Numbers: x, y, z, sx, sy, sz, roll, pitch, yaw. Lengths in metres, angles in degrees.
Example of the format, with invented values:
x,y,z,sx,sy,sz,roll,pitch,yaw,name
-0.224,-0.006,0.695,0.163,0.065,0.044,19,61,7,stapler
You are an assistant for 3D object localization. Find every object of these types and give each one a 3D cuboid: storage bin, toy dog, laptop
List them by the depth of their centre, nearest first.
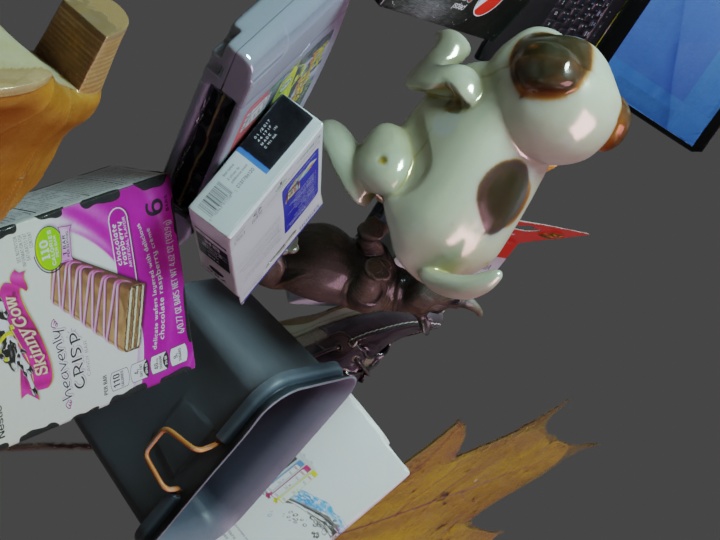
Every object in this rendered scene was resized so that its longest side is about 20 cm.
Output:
x,y,z,sx,sy,sz,roll,pitch,yaw,name
0.092,-0.095,1.585,0.200,0.194,0.139,-39,125,16,toy dog
0.220,-0.194,1.682,0.200,0.103,0.178,3,128,-48,laptop
-0.129,0.107,1.706,0.200,0.134,0.145,-51,160,25,storage bin

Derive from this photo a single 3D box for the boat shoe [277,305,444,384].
x,y,z,sx,sy,sz,roll,pitch,yaw,name
-0.015,0.065,1.816,0.199,0.065,0.072,-15,165,30,boat shoe

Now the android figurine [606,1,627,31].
x,y,z,sx,sy,sz,roll,pitch,yaw,name
0.200,-0.199,1.817,0.182,0.041,0.200,-42,163,3,android figurine

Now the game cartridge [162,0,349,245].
x,y,z,sx,sy,sz,roll,pitch,yaw,name
-0.069,-0.112,1.430,0.133,0.041,0.200,-52,174,-39,game cartridge

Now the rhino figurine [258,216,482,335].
x,y,z,sx,sy,sz,roll,pitch,yaw,name
0.000,0.000,1.677,0.087,0.199,0.060,121,-15,-62,rhino figurine

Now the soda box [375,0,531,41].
x,y,z,sx,sy,sz,roll,pitch,yaw,name
0.055,-0.207,1.468,0.071,0.063,0.200,-46,161,17,soda box

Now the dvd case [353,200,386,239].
x,y,z,sx,sy,sz,roll,pitch,yaw,name
0.069,-0.057,1.916,0.200,0.016,0.149,-23,154,-45,dvd case

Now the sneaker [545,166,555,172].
x,y,z,sx,sy,sz,roll,pitch,yaw,name
0.089,-0.087,1.783,0.077,0.078,0.200,-40,157,23,sneaker

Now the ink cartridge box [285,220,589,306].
x,y,z,sx,sy,sz,roll,pitch,yaw,name
0.064,-0.003,1.786,0.199,0.047,0.160,-9,171,34,ink cartridge box

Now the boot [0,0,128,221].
x,y,z,sx,sy,sz,roll,pitch,yaw,name
-0.215,-0.075,1.213,0.201,0.071,0.144,-24,153,-54,boot

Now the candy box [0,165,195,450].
x,y,z,sx,sy,sz,roll,pitch,yaw,name
-0.199,0.024,1.379,0.200,0.061,0.137,-23,113,-44,candy box

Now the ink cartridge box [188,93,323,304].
x,y,z,sx,sy,sz,roll,pitch,yaw,name
-0.068,-0.044,1.480,0.100,0.039,0.200,-52,172,-12,ink cartridge box

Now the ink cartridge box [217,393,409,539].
x,y,z,sx,sy,sz,roll,pitch,yaw,name
-0.079,0.186,1.929,0.200,0.145,0.147,-38,176,-9,ink cartridge box
